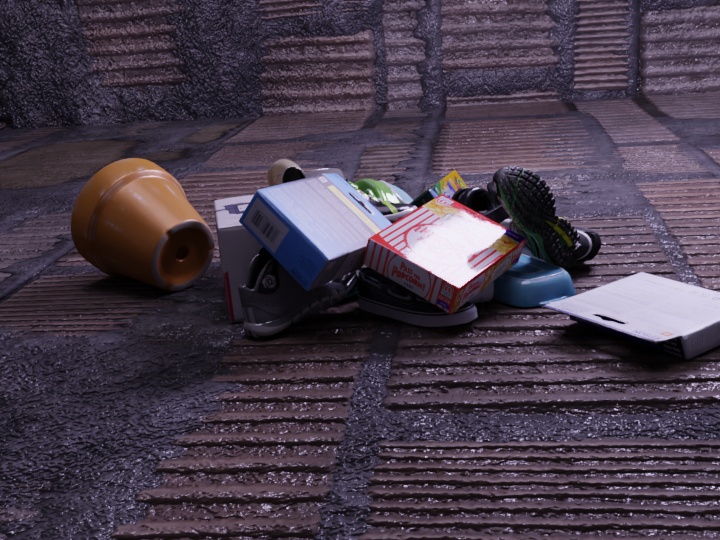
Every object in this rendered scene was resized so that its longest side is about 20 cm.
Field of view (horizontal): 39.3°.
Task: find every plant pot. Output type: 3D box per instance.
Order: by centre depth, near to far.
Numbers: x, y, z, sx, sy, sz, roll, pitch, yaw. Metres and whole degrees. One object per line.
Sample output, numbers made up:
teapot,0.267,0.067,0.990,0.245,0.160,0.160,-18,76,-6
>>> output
plant pot,-0.343,-0.059,1.659,0.200,0.201,0.183,-19,38,-41

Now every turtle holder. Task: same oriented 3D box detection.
turtle holder,0.046,-0.082,1.696,0.131,0.142,0.185,5,-2,-31

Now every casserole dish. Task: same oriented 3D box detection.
casserole dish,0.235,0.009,1.519,0.121,0.039,0.200,-11,17,-26

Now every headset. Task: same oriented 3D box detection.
headset,0.210,-0.097,1.603,0.123,0.094,0.200,-15,21,36

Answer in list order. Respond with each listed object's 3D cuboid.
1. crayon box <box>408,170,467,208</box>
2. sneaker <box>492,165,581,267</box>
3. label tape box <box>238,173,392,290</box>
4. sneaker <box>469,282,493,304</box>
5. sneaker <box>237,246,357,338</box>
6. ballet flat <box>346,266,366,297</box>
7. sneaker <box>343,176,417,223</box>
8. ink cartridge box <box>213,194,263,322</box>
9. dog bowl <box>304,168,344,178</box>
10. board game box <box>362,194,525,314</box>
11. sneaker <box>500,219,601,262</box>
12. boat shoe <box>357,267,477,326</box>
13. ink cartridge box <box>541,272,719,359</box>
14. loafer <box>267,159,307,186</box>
crayon box,0.162,-0.096,1.729,0.051,0.126,0.200,-34,3,25
sneaker,0.244,-0.075,1.485,0.085,0.200,0.078,8,57,47
label tape box,-0.053,-0.061,1.418,0.143,0.066,0.200,44,29,15
sneaker,0.117,-0.007,1.517,0.088,0.076,0.200,-17,30,-17
sneaker,-0.090,0.005,1.419,0.200,0.116,0.075,-31,26,-35
ballet flat,0.000,0.000,1.551,0.199,0.069,0.068,-12,18,-26
sneaker,-0.008,-0.106,1.572,0.199,0.083,0.072,-4,0,-8
ink cartridge box,-0.172,-0.024,1.534,0.084,0.145,0.200,-8,17,-8
dog bowl,-0.105,-0.105,1.790,0.199,0.059,0.200,-24,-15,-7
board game box,0.121,-0.027,1.427,0.151,0.046,0.200,29,37,22
sneaker,0.302,-0.041,1.643,0.112,0.073,0.200,0,8,-39
boat shoe,0.077,0.031,1.426,0.199,0.068,0.072,12,23,42
ink cartridge box,0.373,0.061,1.305,0.199,0.041,0.199,-14,19,-31
loafer,-0.094,-0.091,1.663,0.075,0.201,0.068,-30,5,-10
